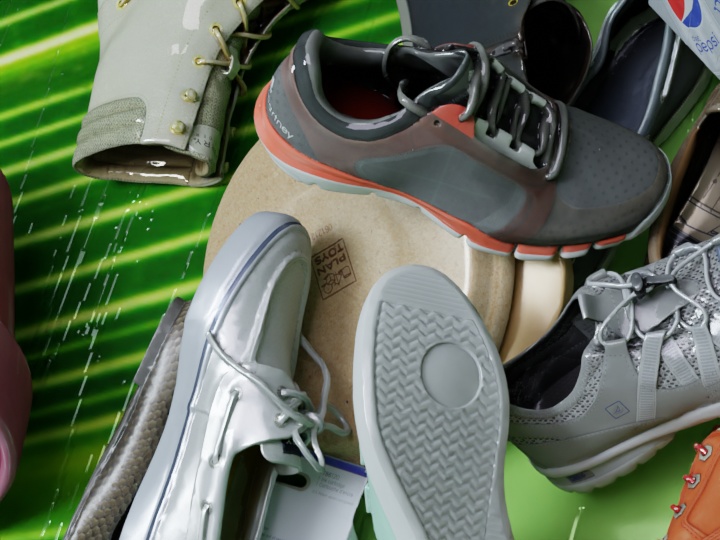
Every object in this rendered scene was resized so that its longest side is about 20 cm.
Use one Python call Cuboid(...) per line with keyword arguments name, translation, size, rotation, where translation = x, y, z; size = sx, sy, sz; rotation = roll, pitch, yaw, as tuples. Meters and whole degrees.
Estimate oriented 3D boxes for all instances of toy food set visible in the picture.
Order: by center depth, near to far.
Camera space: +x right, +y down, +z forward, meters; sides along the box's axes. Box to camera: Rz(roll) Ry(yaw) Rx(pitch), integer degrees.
Cuboid(name="toy food set", translation=(0.000, 0.000, 0.965), size=(0.200, 0.049, 0.199), rotation=(-46, 60, 23))

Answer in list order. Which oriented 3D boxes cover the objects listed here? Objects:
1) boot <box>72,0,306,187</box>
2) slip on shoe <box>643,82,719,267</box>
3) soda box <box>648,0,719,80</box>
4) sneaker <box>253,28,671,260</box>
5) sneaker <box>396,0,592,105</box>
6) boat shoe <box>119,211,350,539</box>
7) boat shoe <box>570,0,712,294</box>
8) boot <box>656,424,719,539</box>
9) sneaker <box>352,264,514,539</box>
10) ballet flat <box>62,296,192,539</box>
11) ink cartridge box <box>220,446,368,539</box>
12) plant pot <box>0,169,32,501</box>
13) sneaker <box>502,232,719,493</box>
Cuboid(name="boot", translation=(-0.070, -0.128, 1.075), size=(0.199, 0.072, 0.156), rotation=(-7, 62, 27))
Cuboid(name="slip on shoe", translation=(0.193, -0.067, 0.932), size=(0.076, 0.061, 0.201), rotation=(25, 77, 32))
Cuboid(name="soda box", translation=(0.237, -0.174, 0.927), size=(0.199, 0.068, 0.064), rotation=(-31, 61, -13))
Cuboid(name="sneaker", translation=(0.053, -0.062, 0.871), size=(0.198, 0.082, 0.078), rotation=(10, 61, -8))
Cuboid(name="sneaker", translation=(0.072, -0.150, 0.996), size=(0.106, 0.074, 0.202), rotation=(-28, 59, 51))
Cuboid(name="boat shoe", translation=(-0.047, 0.075, 0.906), size=(0.086, 0.075, 0.203), rotation=(16, 82, 31))
Cuboid(name="boat shoe", translation=(0.108, -0.058, 0.965), size=(0.073, 0.062, 0.201), rotation=(29, 80, 31))
Cuboid(name="boot", translation=(0.159, 0.127, 0.850), size=(0.199, 0.075, 0.108), rotation=(-29, 51, 1))
Cuboid(name="sneaker", translation=(0.020, 0.105, 0.875), size=(0.073, 0.118, 0.202), rotation=(-7, 81, -24))
Cuboid(name="ballet flat", translation=(-0.113, 0.111, 0.968), size=(0.046, 0.067, 0.201), rotation=(24, 91, -1))
Cuboid(name="ink cartridge box", translation=(-0.064, 0.181, 0.937), size=(0.099, 0.039, 0.201), rotation=(15, 74, 30))
Cuboid(name="plant pot", translation=(-0.266, 0.019, 1.031), size=(0.198, 0.201, 0.180), rotation=(-11, 46, 19))
Cuboid(name="sneaker", translation=(0.135, 0.028, 0.851), size=(0.200, 0.082, 0.075), rotation=(-42, 36, 25))
